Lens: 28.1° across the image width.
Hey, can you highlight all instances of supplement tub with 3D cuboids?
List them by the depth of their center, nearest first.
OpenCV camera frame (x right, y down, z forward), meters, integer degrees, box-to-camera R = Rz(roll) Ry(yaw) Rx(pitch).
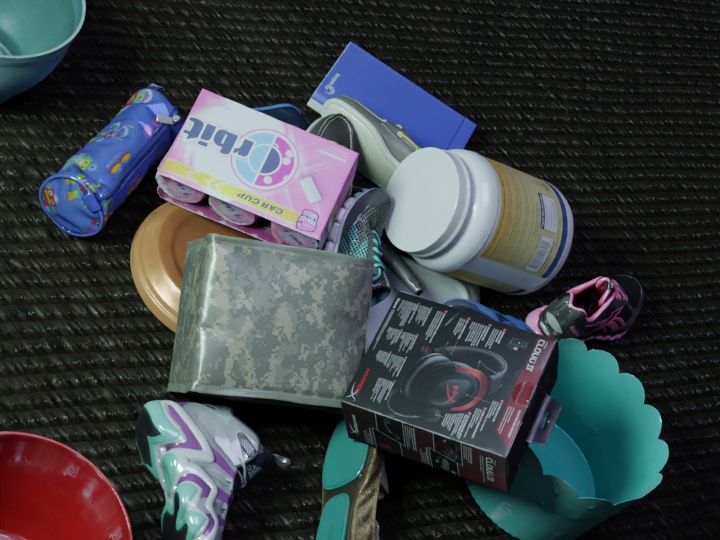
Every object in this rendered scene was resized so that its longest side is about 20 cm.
[{"bbox_3d":[0.137,-0.059,1.679,0.199,0.144,0.145,17,46,-41],"label":"supplement tub"}]

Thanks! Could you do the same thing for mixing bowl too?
[{"bbox_3d":[-0.307,0.252,1.243,0.199,0.109,0.201,15,50,-18],"label":"mixing bowl"}]

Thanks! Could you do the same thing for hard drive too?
[{"bbox_3d":[0.043,-0.200,1.851,0.199,0.025,0.132,33,46,-3],"label":"hard drive"}]

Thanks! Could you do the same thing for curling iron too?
[{"bbox_3d":[0.024,-0.039,1.675,0.049,0.026,0.200,-2,38,-30],"label":"curling iron"}]

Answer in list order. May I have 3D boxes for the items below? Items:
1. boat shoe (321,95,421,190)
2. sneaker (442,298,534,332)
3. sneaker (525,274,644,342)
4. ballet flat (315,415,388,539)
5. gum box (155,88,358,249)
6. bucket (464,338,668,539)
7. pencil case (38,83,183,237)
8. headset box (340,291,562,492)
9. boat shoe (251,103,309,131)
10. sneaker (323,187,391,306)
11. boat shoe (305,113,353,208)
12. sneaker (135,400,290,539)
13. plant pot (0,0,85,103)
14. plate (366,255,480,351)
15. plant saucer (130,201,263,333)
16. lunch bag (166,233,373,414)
[{"bbox_3d":[0.037,-0.143,1.772,0.202,0.072,0.060,45,50,-1],"label":"boat shoe"},{"bbox_3d":[0.152,0.077,1.646,0.200,0.066,0.079,32,25,-34],"label":"sneaker"},{"bbox_3d":[0.293,0.039,1.756,0.199,0.096,0.079,-21,65,-43],"label":"sneaker"},{"bbox_3d":[-0.005,0.235,1.469,0.065,0.070,0.201,43,42,-32],"label":"ballet flat"},{"bbox_3d":[-0.116,-0.106,1.568,0.199,0.066,0.114,23,67,4],"label":"gum box"},{"bbox_3d":[0.216,0.190,1.566,0.206,0.135,0.208,15,50,-19],"label":"bucket"},{"bbox_3d":[-0.265,-0.122,1.577,0.078,0.087,0.200,59,42,-23],"label":"pencil case"},{"bbox_3d":[0.102,0.123,1.451,0.199,0.075,0.149,16,57,19],"label":"headset box"},{"bbox_3d":[-0.127,-0.148,1.676,0.199,0.084,0.069,-25,67,-38],"label":"boat shoe"},{"bbox_3d":[0.000,0.000,1.595,0.091,0.078,0.201,15,66,26],"label":"sneaker"},{"bbox_3d":[-0.038,-0.111,1.673,0.072,0.060,0.202,34,48,-24],"label":"boat shoe"},{"bbox_3d":[-0.128,0.209,1.399,0.139,0.078,0.201,-3,57,-30],"label":"sneaker"},{"bbox_3d":[-0.414,-0.264,1.570,0.199,0.134,0.201,15,50,-19],"label":"plant pot"},{"bbox_3d":[0.053,0.055,1.653,0.199,0.032,0.201,20,48,-15],"label":"plate"},{"bbox_3d":[-0.153,-0.005,1.581,0.199,0.037,0.201,15,50,-19],"label":"plant saucer"},{"bbox_3d":[-0.084,0.057,1.485,0.199,0.117,0.165,9,82,-21],"label":"lunch bag"}]
